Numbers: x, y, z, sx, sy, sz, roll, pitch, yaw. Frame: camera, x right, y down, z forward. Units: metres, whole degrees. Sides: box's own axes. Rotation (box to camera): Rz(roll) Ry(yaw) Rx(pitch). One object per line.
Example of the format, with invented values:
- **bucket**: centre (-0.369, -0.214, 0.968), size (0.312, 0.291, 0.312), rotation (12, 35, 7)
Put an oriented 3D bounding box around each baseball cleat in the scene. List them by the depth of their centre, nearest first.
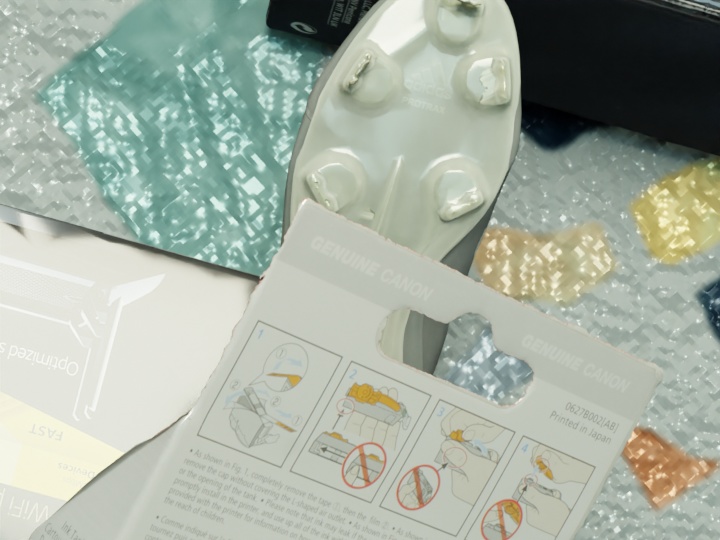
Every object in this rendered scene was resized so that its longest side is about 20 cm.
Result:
- **baseball cleat**: centre (0.000, 0.000, 0.917), size (0.069, 0.106, 0.201), rotation (17, 94, -5)

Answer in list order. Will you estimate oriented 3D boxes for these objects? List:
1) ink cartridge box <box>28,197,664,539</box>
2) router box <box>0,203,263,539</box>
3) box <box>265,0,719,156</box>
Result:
- **ink cartridge box**: centre (-0.018, 0.087, 0.852), size (0.160, 0.050, 0.201), rotation (24, 94, -39)
- **router box**: centre (-0.140, 0.056, 0.916), size (0.199, 0.052, 0.158), rotation (16, 74, -4)
- **box**: centre (0.088, -0.163, 0.972), size (0.197, 0.123, 0.201), rotation (16, 72, -2)
